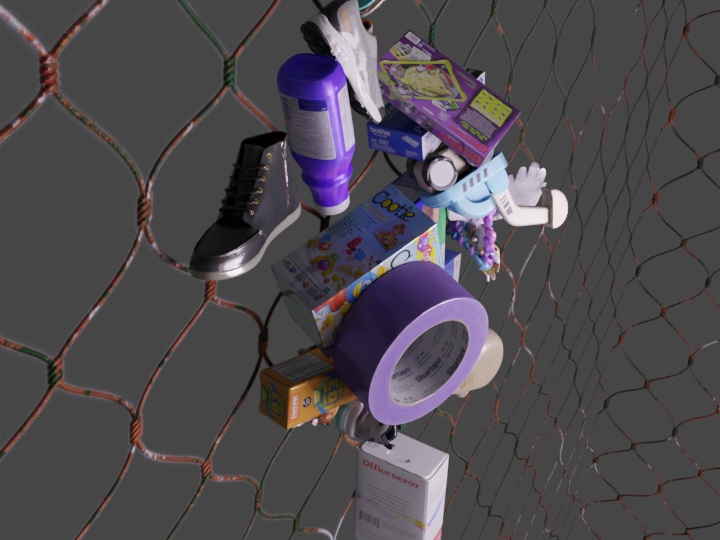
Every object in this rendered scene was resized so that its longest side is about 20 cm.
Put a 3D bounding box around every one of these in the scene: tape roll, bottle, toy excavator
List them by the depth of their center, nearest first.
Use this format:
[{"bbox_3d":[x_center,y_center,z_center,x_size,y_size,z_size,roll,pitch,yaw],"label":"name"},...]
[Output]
[{"bbox_3d":[-0.047,-0.160,1.139,0.066,0.082,0.203,-51,145,-37],"label":"bottle"},{"bbox_3d":[0.066,0.095,1.218,0.198,0.085,0.203,-26,137,-26],"label":"tape roll"},{"bbox_3d":[0.189,-0.117,1.376,0.192,0.100,0.202,-32,110,-8],"label":"toy excavator"}]

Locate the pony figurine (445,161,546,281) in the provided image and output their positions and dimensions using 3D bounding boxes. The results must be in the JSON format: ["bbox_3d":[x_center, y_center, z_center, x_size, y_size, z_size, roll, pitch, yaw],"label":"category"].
[{"bbox_3d":[0.196,-0.109,1.525,0.163,0.202,0.196,-5,131,-14],"label":"pony figurine"}]

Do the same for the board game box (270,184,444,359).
[{"bbox_3d":[0.000,0.000,1.224,0.198,0.105,0.104,-34,141,-15],"label":"board game box"}]

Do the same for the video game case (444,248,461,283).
[{"bbox_3d":[0.107,0.081,1.630,0.199,0.045,0.185,-35,134,-51],"label":"video game case"}]

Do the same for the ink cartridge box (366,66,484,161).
[{"bbox_3d":[0.098,-0.236,1.367,0.200,0.093,0.045,-49,145,-39],"label":"ink cartridge box"}]

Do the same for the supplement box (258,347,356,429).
[{"bbox_3d":[-0.044,0.145,1.274,0.198,0.068,0.068,-18,121,-39],"label":"supplement box"}]

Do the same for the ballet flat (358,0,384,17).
[{"bbox_3d":[0.036,-0.397,1.185,0.203,0.067,0.067,-67,160,-9],"label":"ballet flat"}]

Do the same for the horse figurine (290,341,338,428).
[{"bbox_3d":[-0.049,0.145,1.358,0.131,0.049,0.204,0,109,-55],"label":"horse figurine"}]

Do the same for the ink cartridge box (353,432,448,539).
[{"bbox_3d":[0.069,0.393,1.627,0.085,0.145,0.204,-35,136,-50],"label":"ink cartridge box"}]

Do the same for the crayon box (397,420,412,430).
[{"bbox_3d":[0.107,0.154,1.567,0.199,0.051,0.128,-40,138,-38],"label":"crayon box"}]

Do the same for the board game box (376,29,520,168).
[{"bbox_3d":[0.114,-0.239,1.293,0.120,0.199,0.032,-48,174,-41],"label":"board game box"}]

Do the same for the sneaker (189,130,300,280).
[{"bbox_3d":[-0.136,-0.076,1.045,0.201,0.073,0.108,-53,144,-51],"label":"sneaker"}]

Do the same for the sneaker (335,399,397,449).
[{"bbox_3d":[0.037,0.183,1.445,0.077,0.138,0.204,-35,136,-49],"label":"sneaker"}]

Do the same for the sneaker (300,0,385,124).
[{"bbox_3d":[-0.002,-0.256,1.164,0.079,0.074,0.201,-47,148,-10],"label":"sneaker"}]

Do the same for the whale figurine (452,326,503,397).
[{"bbox_3d":[0.179,0.177,1.798,0.198,0.104,0.161,-31,138,-20],"label":"whale figurine"}]

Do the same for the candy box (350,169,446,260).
[{"bbox_3d":[0.057,-0.035,1.424,0.200,0.076,0.172,-40,137,-46],"label":"candy box"}]
